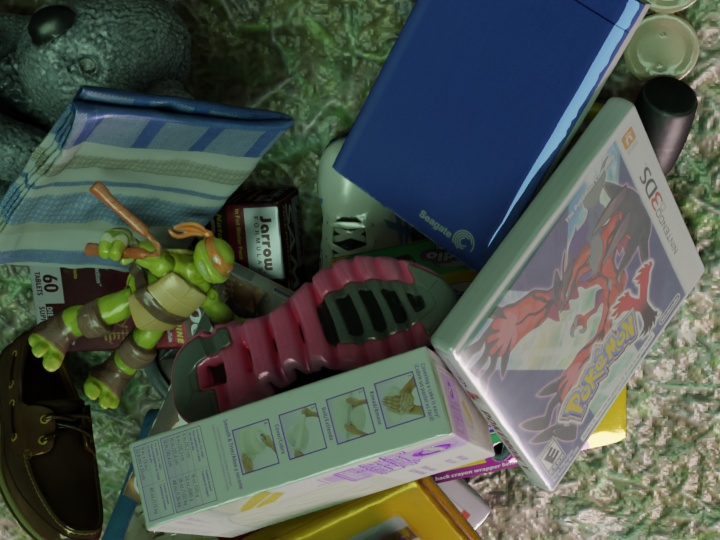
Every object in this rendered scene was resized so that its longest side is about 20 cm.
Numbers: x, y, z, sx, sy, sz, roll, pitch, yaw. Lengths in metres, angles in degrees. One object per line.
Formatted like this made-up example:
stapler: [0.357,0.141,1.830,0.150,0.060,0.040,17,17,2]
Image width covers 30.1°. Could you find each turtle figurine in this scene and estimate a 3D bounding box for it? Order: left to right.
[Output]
turtle figurine: [-0.143,0.016,0.889,0.161,0.065,0.200,-34,135,21]

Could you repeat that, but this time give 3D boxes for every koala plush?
koala plush: [-0.197,-0.129,0.890,0.199,0.179,0.184,-17,153,13]

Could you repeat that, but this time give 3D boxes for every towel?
towel: [-0.147,-0.050,0.848,0.146,0.024,0.200,3,153,-32]

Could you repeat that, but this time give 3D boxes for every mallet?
mallet: [0.123,-0.107,0.902,0.198,0.041,0.066,10,140,11]

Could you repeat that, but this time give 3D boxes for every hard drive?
hard drive: [0.078,-0.116,0.858,0.132,0.025,0.201,36,114,17]

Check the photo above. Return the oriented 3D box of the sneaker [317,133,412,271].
sneaker: [0.000,0.000,0.972,0.071,0.073,0.201,3,118,12]

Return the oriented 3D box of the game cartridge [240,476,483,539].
game cartridge: [0.002,0.241,0.993,0.199,0.033,0.177,-30,118,17]

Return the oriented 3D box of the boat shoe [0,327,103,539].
boat shoe: [-0.242,0.128,1.035,0.072,0.201,0.068,10,127,-40]

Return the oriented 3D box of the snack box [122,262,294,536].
snack box: [-0.103,0.095,0.968,0.072,0.024,0.201,26,111,-1]

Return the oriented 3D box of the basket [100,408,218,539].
basket: [-0.156,0.237,1.078,0.138,0.177,0.201,1,130,13]

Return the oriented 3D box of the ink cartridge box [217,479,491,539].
ink cartridge box: [-0.017,0.185,1.038,0.200,0.050,0.162,41,89,-26]

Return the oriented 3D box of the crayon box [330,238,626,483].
crayon box: [0.088,0.058,0.955,0.198,0.058,0.174,-11,119,-8]

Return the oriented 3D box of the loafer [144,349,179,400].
loafer: [-0.084,0.123,1.062,0.063,0.072,0.200,-39,103,23]

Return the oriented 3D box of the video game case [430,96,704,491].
video game case: [0.143,0.020,0.868,0.023,0.200,0.182,25,160,42]

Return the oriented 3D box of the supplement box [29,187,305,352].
supplement box: [-0.143,0.000,0.994,0.198,0.061,0.110,-3,103,12]

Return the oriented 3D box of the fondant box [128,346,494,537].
fondant box: [-0.026,0.115,0.854,0.199,0.144,0.059,-20,73,11]

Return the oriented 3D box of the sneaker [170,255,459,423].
sneaker: [-0.021,0.055,0.872,0.199,0.080,0.095,-20,152,18]

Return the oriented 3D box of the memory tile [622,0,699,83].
memory tile: [0.149,-0.219,0.849,0.152,0.017,0.201,7,121,8]
